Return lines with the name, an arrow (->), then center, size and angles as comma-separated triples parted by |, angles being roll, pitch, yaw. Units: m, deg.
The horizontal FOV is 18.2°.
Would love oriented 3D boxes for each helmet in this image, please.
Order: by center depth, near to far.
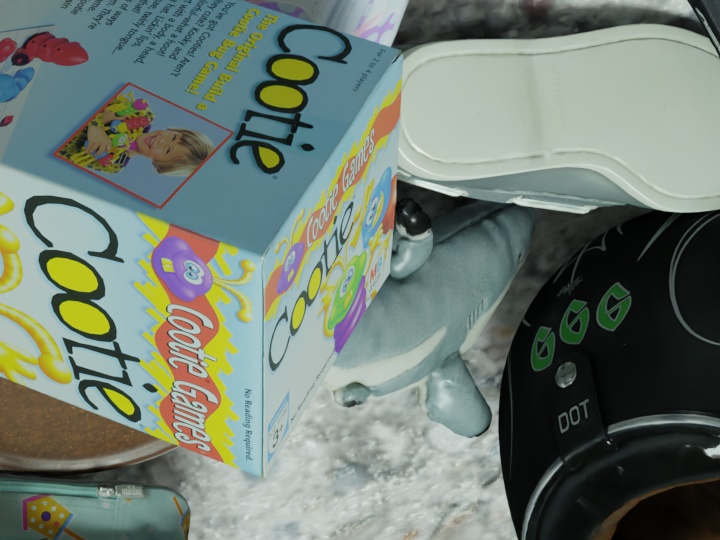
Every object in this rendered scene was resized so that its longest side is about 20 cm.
helmet -> 0.154, 0.068, 0.939 | 0.198, 0.191, 0.202 | 7, 124, 11

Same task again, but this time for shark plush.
shark plush -> 0.000, 0.000, 0.869 | 0.199, 0.091, 0.084 | 13, 119, -52

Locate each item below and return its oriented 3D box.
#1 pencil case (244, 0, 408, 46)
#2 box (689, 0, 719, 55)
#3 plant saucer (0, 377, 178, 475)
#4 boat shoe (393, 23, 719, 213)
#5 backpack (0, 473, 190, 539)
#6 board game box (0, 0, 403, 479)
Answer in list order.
pencil case -> -0.016, -0.109, 0.765 | 0.082, 0.091, 0.201 | 13, 129, -12
box -> 0.239, -0.058, 0.836 | 0.160, 0.201, 0.049 | -28, 176, 3
plant saucer -> -0.110, 0.019, 0.904 | 0.198, 0.035, 0.201 | -10, 137, -10
boat shoe -> 0.081, -0.059, 0.891 | 0.198, 0.074, 0.062 | 1, 177, -31
backpack -> -0.158, 0.174, 0.947 | 0.198, 0.154, 0.176 | 2, 148, -26
board game box -> -0.098, -0.032, 0.727 | 0.198, 0.105, 0.104 | 19, 138, 16
